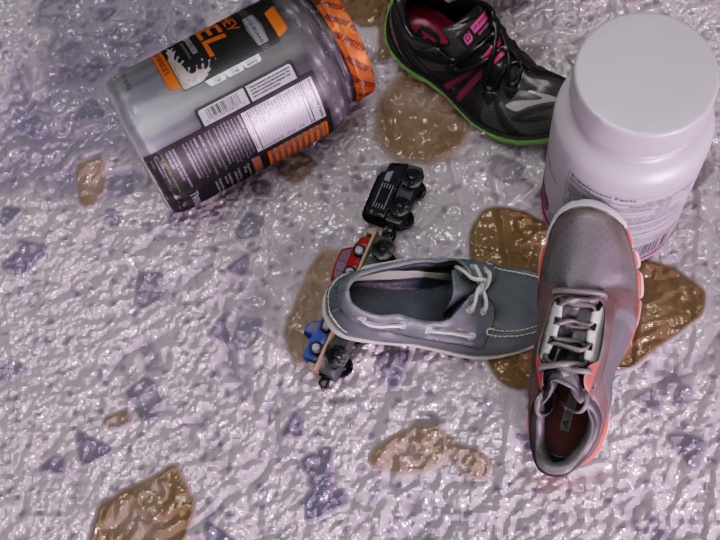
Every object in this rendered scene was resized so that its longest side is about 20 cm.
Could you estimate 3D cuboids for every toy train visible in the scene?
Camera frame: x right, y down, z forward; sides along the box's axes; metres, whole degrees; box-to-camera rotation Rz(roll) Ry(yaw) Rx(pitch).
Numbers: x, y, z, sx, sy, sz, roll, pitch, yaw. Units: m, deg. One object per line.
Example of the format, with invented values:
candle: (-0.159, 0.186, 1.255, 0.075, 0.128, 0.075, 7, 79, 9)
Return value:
toy train: (0.000, 0.000, 0.861, 0.045, 0.034, 0.201, 17, 70, 16)

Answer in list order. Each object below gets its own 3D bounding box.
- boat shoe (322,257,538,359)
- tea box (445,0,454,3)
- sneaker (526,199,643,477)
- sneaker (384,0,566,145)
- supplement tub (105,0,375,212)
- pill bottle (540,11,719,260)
boat shoe: (0.072, 0.025, 0.812, 0.198, 0.062, 0.074, 2, 74, -9)
tea box: (0.127, -0.354, 0.870, 0.196, 0.201, 0.134, -27, 65, -36)
sneaker: (0.155, 0.053, 0.754, 0.076, 0.082, 0.202, 5, 101, 17)
sneaker: (0.099, -0.172, 0.894, 0.199, 0.084, 0.077, 32, 75, 16)
supplement tub: (-0.095, -0.144, 0.881, 0.199, 0.123, 0.123, -29, 68, -7)
pill bottle: (0.194, -0.091, 0.789, 0.112, 0.200, 0.115, -2, 67, 4)
